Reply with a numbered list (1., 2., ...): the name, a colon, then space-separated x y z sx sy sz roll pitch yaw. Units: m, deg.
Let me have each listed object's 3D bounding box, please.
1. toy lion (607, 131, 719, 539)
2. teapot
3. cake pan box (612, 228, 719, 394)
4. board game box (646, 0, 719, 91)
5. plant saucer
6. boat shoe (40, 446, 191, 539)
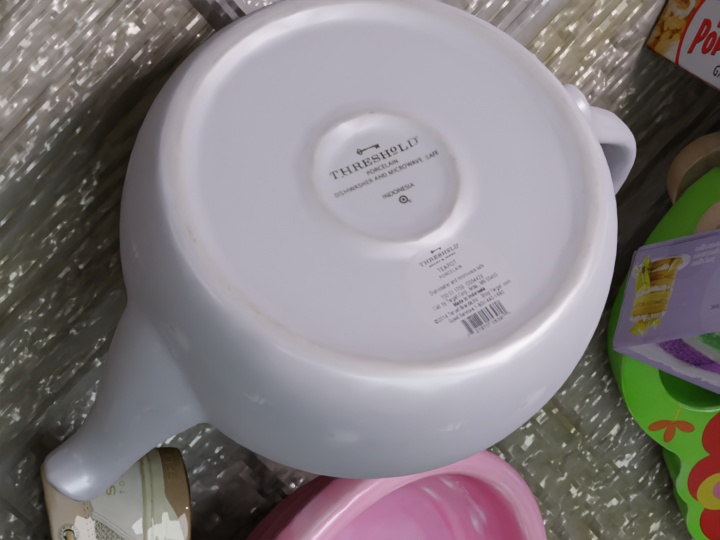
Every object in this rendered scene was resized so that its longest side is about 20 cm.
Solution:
1. toy lion: 0.196 0.053 1.203 0.199 0.069 0.192 17 120 -21
2. teapot: 0.000 0.000 1.023 0.198 0.199 0.146 14 149 -2
3. cake pan box: 0.228 0.033 1.056 0.199 0.184 0.053 22 75 -25
4. board game box: 0.231 -0.053 1.097 0.151 0.200 0.047 21 101 -36
5. plant saucer: -0.003 0.160 1.127 0.200 0.051 0.202 -25 126 -40
6. boat shoe: -0.107 0.165 1.086 0.064 0.072 0.202 0 113 -13
